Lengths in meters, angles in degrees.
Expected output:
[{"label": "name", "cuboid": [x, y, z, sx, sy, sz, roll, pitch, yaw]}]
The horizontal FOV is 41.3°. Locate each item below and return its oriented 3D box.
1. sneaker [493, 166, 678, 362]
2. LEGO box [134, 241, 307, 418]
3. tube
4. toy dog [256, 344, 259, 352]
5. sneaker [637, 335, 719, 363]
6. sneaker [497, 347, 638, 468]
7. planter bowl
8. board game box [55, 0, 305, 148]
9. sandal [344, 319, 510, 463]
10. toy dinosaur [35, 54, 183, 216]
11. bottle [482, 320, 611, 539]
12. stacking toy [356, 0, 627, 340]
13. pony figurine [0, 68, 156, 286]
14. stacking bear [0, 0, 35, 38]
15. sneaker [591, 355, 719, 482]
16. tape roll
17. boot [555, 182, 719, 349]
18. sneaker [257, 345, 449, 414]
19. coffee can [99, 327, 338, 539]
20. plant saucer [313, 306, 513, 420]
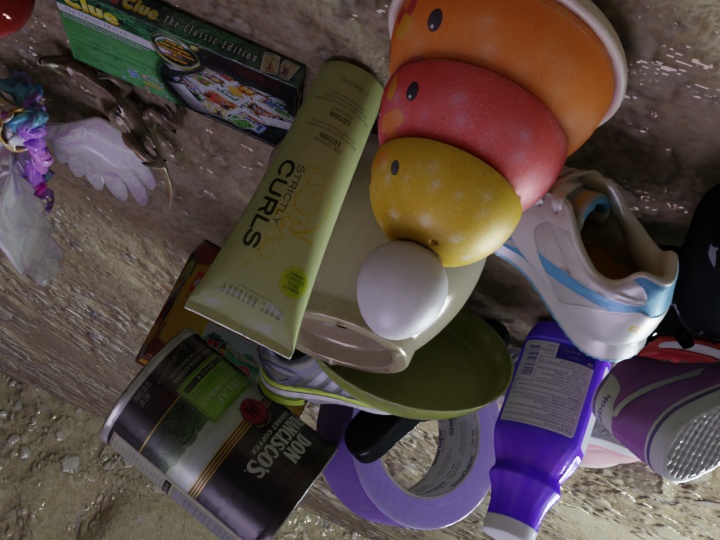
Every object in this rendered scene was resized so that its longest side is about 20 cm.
[{"label": "sneaker", "cuboid": [0.121, -0.039, 0.614, 0.200, 0.076, 0.081, 46, 147, 21]}, {"label": "LEGO box", "cuboid": [-0.141, 0.085, 1.128, 0.199, 0.150, 0.077, 31, 159, -14]}, {"label": "tube", "cuboid": [-0.041, -0.046, 0.644, 0.057, 0.202, 0.052, 13, 158, 29]}, {"label": "toy dog", "cuboid": [-0.099, 0.037, 1.031, 0.095, 0.133, 0.201, -7, 138, 16]}, {"label": "sneaker", "cuboid": [0.313, 0.142, 0.801, 0.198, 0.117, 0.078, 25, 159, 1]}, {"label": "sneaker", "cuboid": [0.207, 0.152, 0.997, 0.198, 0.076, 0.105, 24, 154, -7]}, {"label": "planter bowl", "cuboid": [0.000, 0.000, 0.768, 0.197, 0.136, 0.201, 16, 159, 6]}, {"label": "board game box", "cuboid": [-0.137, -0.160, 0.734, 0.198, 0.024, 0.105, 24, 161, 2]}, {"label": "sandal", "cuboid": [0.071, 0.122, 0.959, 0.048, 0.200, 0.076, 46, -171, -32]}, {"label": "toy dinosaur", "cuboid": [-0.199, -0.128, 0.858, 0.101, 0.058, 0.201, 24, 156, 49]}, {"label": "bottle", "cuboid": [0.164, 0.147, 0.864, 0.083, 0.202, 0.065, 10, 155, 29]}, {"label": "stacking toy", "cuboid": [0.052, -0.054, 0.523, 0.144, 0.202, 0.147, 21, 158, 9]}, {"label": "pony figurine", "cuboid": [-0.321, -0.110, 0.915, 0.199, 0.167, 0.194, 25, 157, 46]}, {"label": "stacking bear", "cuboid": [-0.284, -0.227, 0.639, 0.113, 0.122, 0.200, 28, 169, 12]}, {"label": "sneaker", "cuboid": [0.267, 0.085, 0.724, 0.198, 0.074, 0.114, -9, -159, -23]}, {"label": "tape roll", "cuboid": [0.055, 0.181, 1.062, 0.199, 0.202, 0.085, 33, 156, -21]}, {"label": "boot", "cuboid": [0.203, -0.001, 0.660, 0.161, 0.074, 0.198, 10, 158, 34]}, {"label": "sneaker", "cuboid": [-0.010, 0.088, 0.925, 0.197, 0.074, 0.082, -2, 135, 8]}, {"label": "coffee can", "cuboid": [-0.143, 0.178, 0.976, 0.199, 0.147, 0.147, 38, 159, 4]}, {"label": "plant saucer", "cuboid": [0.040, 0.074, 0.868, 0.198, 0.200, 0.031, 21, 120, 11]}]
